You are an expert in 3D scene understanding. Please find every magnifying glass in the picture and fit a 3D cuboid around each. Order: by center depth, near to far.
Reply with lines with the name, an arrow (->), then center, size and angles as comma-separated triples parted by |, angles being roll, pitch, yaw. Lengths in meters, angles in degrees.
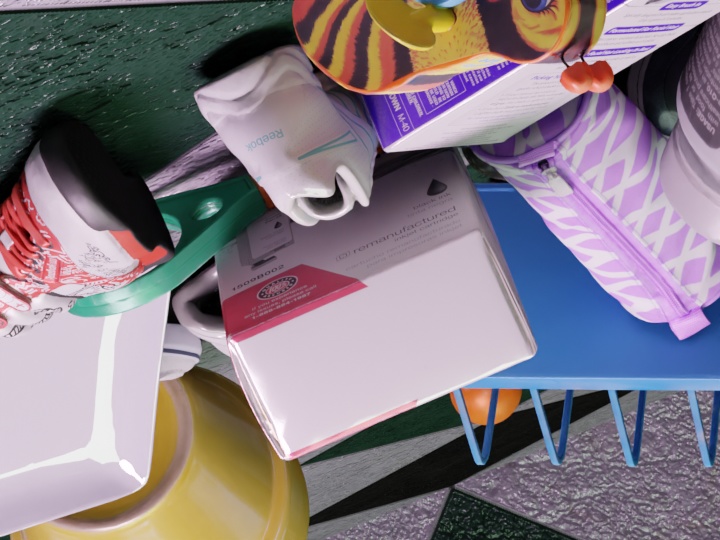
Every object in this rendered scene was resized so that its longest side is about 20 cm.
magnifying glass -> -0.073, -0.032, 1.574 | 0.199, 0.022, 0.080 | -29, -149, -5

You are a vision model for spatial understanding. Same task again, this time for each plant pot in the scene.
plant pot -> -0.149, 0.142, 1.952 | 0.200, 0.201, 0.189 | -23, 156, 1

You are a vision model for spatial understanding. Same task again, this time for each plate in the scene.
plate -> -0.207, 0.075, 1.685 | 0.199, 0.032, 0.201 | -17, 137, -27

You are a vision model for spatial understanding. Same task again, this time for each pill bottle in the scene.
pill bottle -> 0.230, -0.108, 1.524 | 0.113, 0.113, 0.200 | -17, 147, -32

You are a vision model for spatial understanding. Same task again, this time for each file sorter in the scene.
file sorter -> 0.161, 0.038, 1.749 | 0.199, 0.139, 0.123 | 0, 145, 15

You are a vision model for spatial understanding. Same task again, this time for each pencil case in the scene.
pencil case -> 0.134, -0.046, 1.615 | 0.084, 0.086, 0.200 | -33, 138, 16

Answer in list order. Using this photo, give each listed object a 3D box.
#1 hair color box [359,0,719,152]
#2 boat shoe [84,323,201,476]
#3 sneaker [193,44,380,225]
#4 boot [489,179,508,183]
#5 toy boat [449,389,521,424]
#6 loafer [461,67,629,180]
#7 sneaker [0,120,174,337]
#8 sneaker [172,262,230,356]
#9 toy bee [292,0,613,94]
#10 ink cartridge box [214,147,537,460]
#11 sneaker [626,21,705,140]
hair color box -> 0.101, -0.130, 1.444 | 0.200, 0.065, 0.109 | -28, 168, 35
boat shoe -> -0.177, 0.085, 1.800 | 0.201, 0.086, 0.074 | -8, 170, -42
sneaker -> -0.024, -0.060, 1.470 | 0.070, 0.081, 0.200 | -27, 174, 16
boot -> 0.166, -0.060, 1.886 | 0.131, 0.070, 0.200 | -31, -171, -14
toy boat -> 0.074, 0.047, 2.082 | 0.200, 0.131, 0.130 | -13, 166, -45
loafer -> 0.123, -0.081, 1.722 | 0.200, 0.073, 0.072 | -11, 169, -44
sneaker -> -0.159, -0.013, 1.448 | 0.108, 0.067, 0.201 | -26, 172, 2
sneaker -> -0.027, 0.001, 1.797 | 0.200, 0.078, 0.099 | -29, 165, 22
toy bee -> 0.059, -0.116, 1.295 | 0.131, 0.109, 0.200 | -14, 167, -33
ink cartridge box -> 0.000, 0.000, 1.570 | 0.146, 0.083, 0.200 | -24, -156, 4
sneaker -> 0.256, -0.132, 1.629 | 0.202, 0.077, 0.146 | -28, -165, -24
